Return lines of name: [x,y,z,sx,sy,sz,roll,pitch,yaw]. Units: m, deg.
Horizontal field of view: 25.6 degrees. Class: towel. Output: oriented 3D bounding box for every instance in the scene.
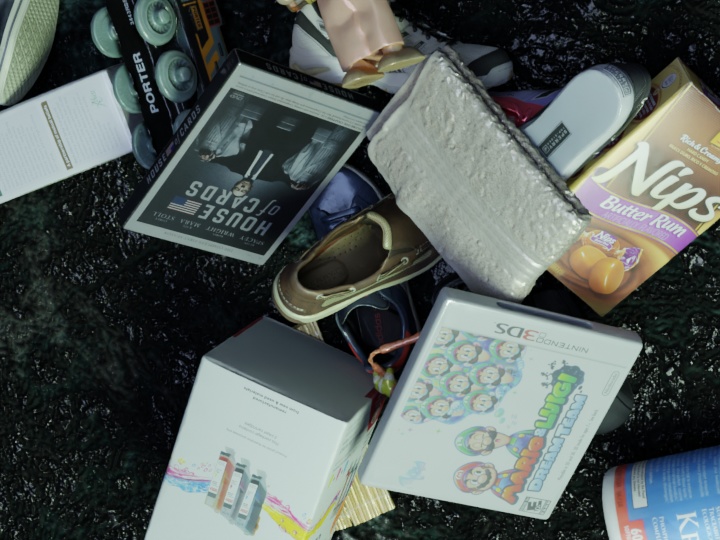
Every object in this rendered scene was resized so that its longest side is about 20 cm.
towel: [0.090,-0.074,1.298,0.200,0.034,0.133,51,134,15]

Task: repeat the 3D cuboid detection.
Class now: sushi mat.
sushi mat: [-0.045,0.151,1.504,0.096,0.012,0.200,-20,96,20]

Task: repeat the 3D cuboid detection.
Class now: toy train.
toy train: [-0.159,-0.175,1.406,0.085,0.114,0.200,-9,103,42]

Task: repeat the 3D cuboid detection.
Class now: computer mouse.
computer mouse: [0.145,0.074,1.413,0.140,0.046,0.200,-27,95,19]

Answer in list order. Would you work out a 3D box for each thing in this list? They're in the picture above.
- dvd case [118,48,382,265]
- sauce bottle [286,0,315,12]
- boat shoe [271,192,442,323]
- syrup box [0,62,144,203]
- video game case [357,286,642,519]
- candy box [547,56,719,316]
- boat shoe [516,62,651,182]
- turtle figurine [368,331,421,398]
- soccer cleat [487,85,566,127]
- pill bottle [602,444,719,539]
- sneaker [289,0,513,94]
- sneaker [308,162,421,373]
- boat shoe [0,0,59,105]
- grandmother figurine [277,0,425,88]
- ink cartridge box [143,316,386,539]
dvd case: [-0.096,-0.092,1.370,0.200,0.150,0.025,-51,41,31]
sauce bottle: [0.005,-0.299,1.340,0.200,0.066,0.066,-37,91,7]
boat shoe: [0.019,-0.023,1.357,0.202,0.075,0.075,-35,80,-20]
syrup box: [-0.291,-0.122,1.474,0.200,0.079,0.081,-18,98,20]
video game case: [0.116,0.117,1.336,0.182,0.024,0.200,13,120,-18]
candy box: [0.232,-0.068,1.328,0.117,0.056,0.200,38,111,-22]
boat shoe: [0.161,-0.107,1.289,0.070,0.066,0.200,55,137,12]
turtle figurine: [0.099,0.135,1.399,0.200,0.064,0.161,8,137,-1]
soccer cleat: [0.152,-0.128,1.347,0.200,0.076,0.067,-1,103,17]
pill bottle: [0.318,0.204,1.360,0.200,0.112,0.112,-15,98,19]
sneaker: [0.032,-0.197,1.365,0.200,0.076,0.088,5,105,14]
sneaker: [0.000,0.000,1.417,0.075,0.085,0.200,-21,96,20]
boat shoe: [-0.317,-0.251,1.453,0.062,0.075,0.200,11,96,16]
grandmother figurine: [-0.020,-0.250,1.286,0.121,0.061,0.200,-19,88,21]
ink cartridge box: [-0.083,0.172,1.436,0.145,0.145,0.200,24,110,11]
